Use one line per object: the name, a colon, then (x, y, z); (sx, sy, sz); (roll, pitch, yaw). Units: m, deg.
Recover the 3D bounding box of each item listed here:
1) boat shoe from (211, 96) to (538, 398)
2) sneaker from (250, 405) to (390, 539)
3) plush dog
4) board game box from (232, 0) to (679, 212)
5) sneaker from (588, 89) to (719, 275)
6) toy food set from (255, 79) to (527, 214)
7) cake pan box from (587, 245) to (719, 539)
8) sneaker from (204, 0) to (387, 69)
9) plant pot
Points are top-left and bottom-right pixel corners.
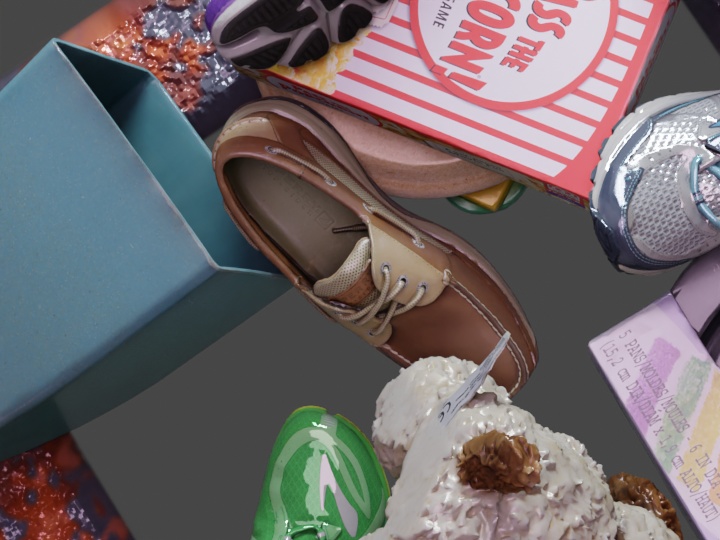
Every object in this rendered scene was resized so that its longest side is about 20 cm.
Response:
boat shoe: (0.000, 0.000, 1.279); (0.200, 0.074, 0.076); (40, 114, -3)
sneaker: (-0.032, 0.168, 1.274); (0.074, 0.084, 0.201); (11, 83, 10)
plush dog: (0.089, 0.139, 1.194); (0.171, 0.160, 0.201); (34, 55, -20)
board game box: (0.053, -0.136, 1.277); (0.199, 0.046, 0.152); (21, 86, 10)
sneaker: (0.196, -0.061, 1.229); (0.199, 0.086, 0.078); (-30, 104, -28)
toy food set: (0.032, -0.131, 1.327); (0.199, 0.049, 0.199); (28, 87, 10)
cake pan box: (0.235, 0.068, 1.270); (0.184, 0.052, 0.201); (-30, 79, 0)
sneaker: (-0.009, -0.183, 1.242); (0.083, 0.081, 0.200); (35, 81, 28)
plant pot: (-0.164, 0.008, 1.290); (0.200, 0.141, 0.142); (-39, 78, 10)
